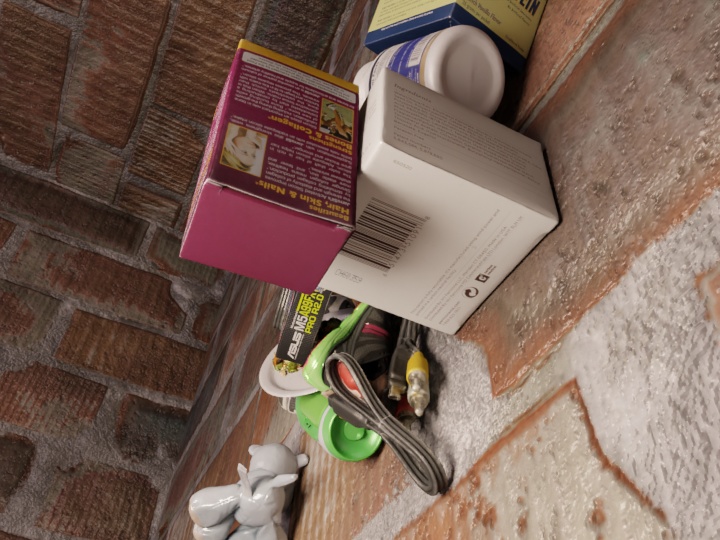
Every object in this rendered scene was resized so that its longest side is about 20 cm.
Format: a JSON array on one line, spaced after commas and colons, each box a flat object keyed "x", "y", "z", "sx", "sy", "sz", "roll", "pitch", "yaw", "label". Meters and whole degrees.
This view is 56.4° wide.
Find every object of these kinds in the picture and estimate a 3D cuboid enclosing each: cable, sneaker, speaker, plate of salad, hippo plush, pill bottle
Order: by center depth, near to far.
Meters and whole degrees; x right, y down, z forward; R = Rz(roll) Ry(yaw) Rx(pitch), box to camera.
[{"x": 0.024, "y": 0.147, "z": 0.705, "sx": 0.199, "sy": 0.050, "sz": 0.098, "roll": 25, "pitch": 124, "yaw": 43, "label": "cable"}, {"x": 0.063, "y": 0.104, "z": 0.796, "sx": 0.201, "sy": 0.050, "sz": 0.098, "roll": -69, "pitch": -7, "yaw": -54, "label": "cable"}, {"x": 0.077, "y": -0.232, "z": 0.848, "sx": 0.199, "sy": 0.115, "sz": 0.117, "roll": 13, "pitch": 81, "yaw": 59, "label": "pill bottle"}, {"x": 0.008, "y": 0.094, "z": 0.863, "sx": 0.200, "sy": 0.084, "sz": 0.077, "roll": -43, "pitch": -8, "yaw": -35, "label": "sneaker"}, {"x": -0.033, "y": 0.195, "z": 0.905, "sx": 0.089, "sy": 0.088, "sz": 0.200, "roll": -70, "pitch": 15, "yaw": -6, "label": "speaker"}, {"x": -0.059, "y": 0.105, "z": 0.960, "sx": 0.198, "sy": 0.048, "sz": 0.201, "roll": -21, "pitch": 23, "yaw": 9, "label": "plate of salad"}, {"x": -0.169, "y": 0.336, "z": 1.041, "sx": 0.161, "sy": 0.157, "sz": 0.202, "roll": -77, "pitch": -5, "yaw": -68, "label": "hippo plush"}, {"x": -0.054, "y": 0.140, "z": 1.064, "sx": 0.080, "sy": 0.084, "sz": 0.201, "roll": 20, "pitch": 70, "yaw": 34, "label": "sneaker"}, {"x": -0.100, "y": 0.003, "z": 1.110, "sx": 0.097, "sy": 0.050, "sz": 0.203, "roll": 177, "pitch": 106, "yaw": -86, "label": "cable"}]

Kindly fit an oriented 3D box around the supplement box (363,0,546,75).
[{"x": 0.137, "y": -0.374, "z": 0.899, "sx": 0.199, "sy": 0.133, "sz": 0.202, "roll": 12, "pitch": 80, "yaw": 57, "label": "supplement box"}]

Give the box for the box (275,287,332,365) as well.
[{"x": -0.065, "y": 0.005, "z": 0.927, "sx": 0.201, "sy": 0.044, "sz": 0.162, "roll": -86, "pitch": 14, "yaw": -57, "label": "box"}]

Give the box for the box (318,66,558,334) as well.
[{"x": 0.063, "y": -0.064, "z": 0.706, "sx": 0.199, "sy": 0.198, "sz": 0.132, "roll": -54, "pitch": 23, "yaw": 42, "label": "box"}]

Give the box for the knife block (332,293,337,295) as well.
[{"x": -0.012, "y": -0.024, "z": 1.158, "sx": 0.175, "sy": 0.063, "sz": 0.202, "roll": 174, "pitch": 116, "yaw": -74, "label": "knife block"}]

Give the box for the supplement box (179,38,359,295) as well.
[{"x": -0.078, "y": -0.098, "z": 0.625, "sx": 0.103, "sy": 0.129, "sz": 0.202, "roll": 126, "pitch": 155, "yaw": -45, "label": "supplement box"}]
